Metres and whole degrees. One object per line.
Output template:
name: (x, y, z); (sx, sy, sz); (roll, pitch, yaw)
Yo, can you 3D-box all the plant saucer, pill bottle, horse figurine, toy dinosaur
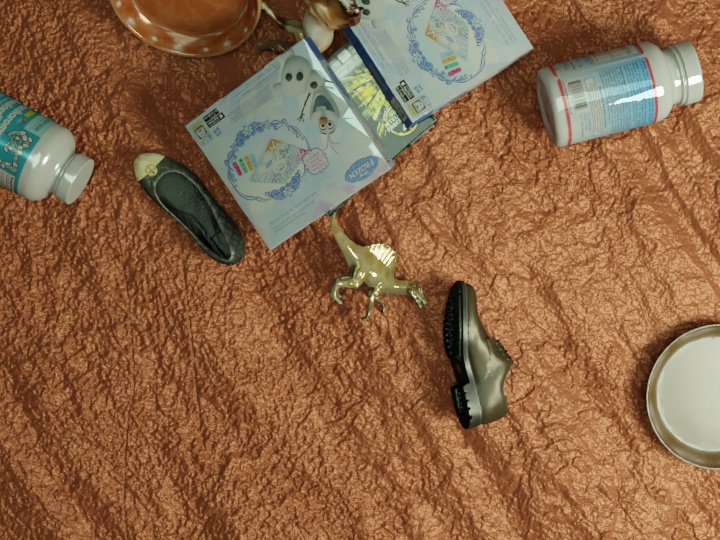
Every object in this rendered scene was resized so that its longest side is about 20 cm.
plant saucer: (0.490, 0.172, 1.537); (0.200, 0.032, 0.201); (0, 94, 2)
plant saucer: (-0.228, -0.363, 1.459); (0.200, 0.200, 0.032); (4, 53, 1)
pill bottle: (-0.462, -0.166, 1.500); (0.200, 0.111, 0.111); (28, 94, -1)
pill bottle: (0.340, -0.238, 1.475); (0.200, 0.109, 0.109); (-14, 93, 2)
horse figurine: (-0.071, -0.331, 1.462); (0.133, 0.200, 0.050); (41, 58, -1)
toy dinosaur: (0.000, 0.000, 1.516); (0.200, 0.058, 0.101); (39, 95, -28)

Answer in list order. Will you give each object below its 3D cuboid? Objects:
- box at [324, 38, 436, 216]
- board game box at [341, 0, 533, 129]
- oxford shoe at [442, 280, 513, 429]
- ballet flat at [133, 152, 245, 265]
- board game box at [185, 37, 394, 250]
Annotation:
box: (-0.021, -0.197, 1.517); (0.200, 0.049, 0.161); (-40, 89, 4)
board game box: (0.092, -0.323, 1.483); (0.199, 0.043, 0.200); (-32, 89, -10)
oxford shoe: (0.162, 0.109, 1.530); (0.084, 0.073, 0.200); (-10, 95, -15)
ballet flat: (-0.230, -0.088, 1.525); (0.200, 0.057, 0.066); (44, 93, -1)
board game box: (-0.092, -0.164, 1.463); (0.200, 0.043, 0.199); (-33, 93, 16)
